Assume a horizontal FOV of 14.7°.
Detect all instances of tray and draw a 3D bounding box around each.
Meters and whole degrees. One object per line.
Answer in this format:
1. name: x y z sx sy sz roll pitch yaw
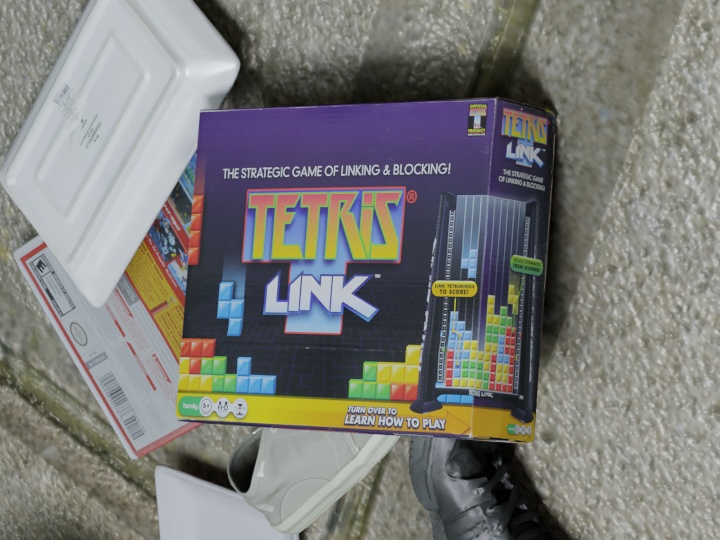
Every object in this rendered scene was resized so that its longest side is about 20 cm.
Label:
1. tray: -0.069 0.211 1.644 0.107 0.022 0.201 16 121 33
2. tray: -0.141 -0.079 1.530 0.107 0.022 0.200 52 132 22

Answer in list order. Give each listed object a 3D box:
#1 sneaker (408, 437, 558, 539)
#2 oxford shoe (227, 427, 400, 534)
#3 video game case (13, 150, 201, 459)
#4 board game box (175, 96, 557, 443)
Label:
1. sneaker: 0.086 0.153 1.460 0.104 0.060 0.200 16 125 32
2. oxford shoe: -0.015 0.077 1.489 0.058 0.075 0.200 32 138 -10
3. video game case: -0.104 0.014 1.575 0.200 0.017 0.143 -29 91 45
4. board game box: 0.000 0.000 1.406 0.200 0.057 0.166 0 85 40
